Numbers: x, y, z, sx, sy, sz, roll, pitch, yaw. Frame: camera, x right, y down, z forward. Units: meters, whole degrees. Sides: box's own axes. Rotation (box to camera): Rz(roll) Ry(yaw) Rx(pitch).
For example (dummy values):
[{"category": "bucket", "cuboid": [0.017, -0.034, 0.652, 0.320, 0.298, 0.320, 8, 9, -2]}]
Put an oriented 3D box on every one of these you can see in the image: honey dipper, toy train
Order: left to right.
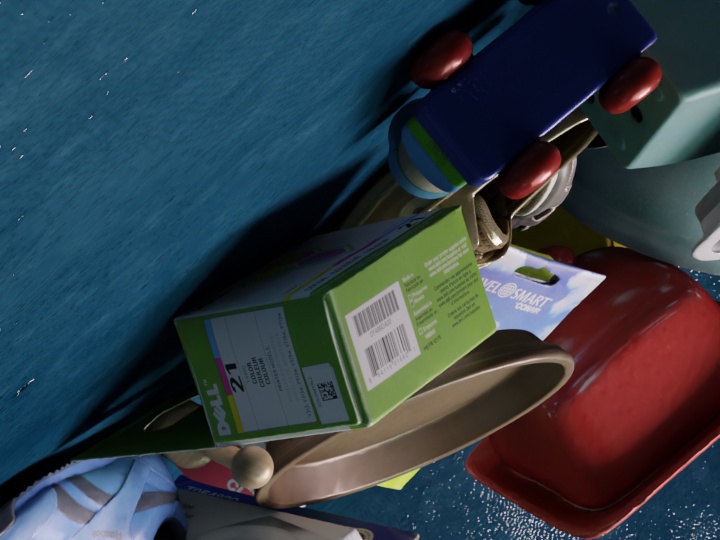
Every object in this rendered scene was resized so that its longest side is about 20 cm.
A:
[{"category": "honey dipper", "cuboid": [-0.082, 0.098, 1.440, 0.038, 0.038, 0.200, -41, -168, -9]}, {"category": "toy train", "cuboid": [0.101, -0.111, 1.316, 0.200, 0.085, 0.116, -40, -177, -20]}]

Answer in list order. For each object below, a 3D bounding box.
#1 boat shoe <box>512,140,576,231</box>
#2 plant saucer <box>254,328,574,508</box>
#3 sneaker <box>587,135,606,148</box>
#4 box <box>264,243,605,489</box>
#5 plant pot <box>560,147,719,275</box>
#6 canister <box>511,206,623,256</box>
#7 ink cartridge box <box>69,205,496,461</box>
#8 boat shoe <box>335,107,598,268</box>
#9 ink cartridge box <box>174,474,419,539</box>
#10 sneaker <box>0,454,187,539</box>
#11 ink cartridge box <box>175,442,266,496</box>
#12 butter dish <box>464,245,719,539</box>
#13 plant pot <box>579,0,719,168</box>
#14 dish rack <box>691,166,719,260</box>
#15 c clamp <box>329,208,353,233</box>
[{"category": "boat shoe", "cuboid": [0.095, -0.061, 1.585, 0.057, 0.067, 0.200, -23, 173, -21]}, {"category": "plant saucer", "cuboid": [0.027, 0.083, 1.509, 0.199, 0.030, 0.200, -23, 166, -6]}, {"category": "sneaker", "cuboid": [0.185, -0.100, 1.592, 0.199, 0.075, 0.084, 19, 140, -33]}, {"category": "box", "cuboid": [0.041, 0.047, 1.588, 0.122, 0.048, 0.200, 15, 125, -47]}, {"category": "plant pot", "cuboid": [0.230, -0.101, 1.716, 0.200, 0.200, 0.135, -32, 140, -56]}, {"category": "canister", "cuboid": [0.156, -0.042, 1.868, 0.148, 0.087, 0.200, -20, -176, 33]}, {"category": "ink cartridge box", "cuboid": [-0.051, 0.036, 1.407, 0.199, 0.076, 0.148, -10, -167, 33]}, {"category": "boat shoe", "cuboid": [0.052, -0.033, 1.466, 0.200, 0.065, 0.071, -49, 151, 13]}, {"category": "ink cartridge box", "cuboid": [-0.100, 0.170, 1.542, 0.199, 0.041, 0.200, 8, -151, 37]}, {"category": "sneaker", "cuboid": [-0.154, 0.148, 1.435, 0.066, 0.079, 0.200, -36, 175, 27]}, {"category": "ink cartridge box", "cuboid": [-0.015, 0.075, 1.742, 0.200, 0.086, 0.148, -43, 172, 17]}, {"category": "butter dish", "cuboid": [0.148, 0.049, 1.681, 0.199, 0.148, 0.200, -40, -156, -11]}, {"category": "plant pot", "cuboid": [0.206, -0.150, 1.417, 0.200, 0.142, 0.141, -30, 168, -25]}, {"category": "dish rack", "cuboid": [0.286, -0.070, 1.450, 0.199, 0.044, 0.172, -10, 159, -26]}, {"category": "c clamp", "cuboid": [0.000, 0.000, 1.563, 0.200, 0.027, 0.171, -47, 158, 18]}]
